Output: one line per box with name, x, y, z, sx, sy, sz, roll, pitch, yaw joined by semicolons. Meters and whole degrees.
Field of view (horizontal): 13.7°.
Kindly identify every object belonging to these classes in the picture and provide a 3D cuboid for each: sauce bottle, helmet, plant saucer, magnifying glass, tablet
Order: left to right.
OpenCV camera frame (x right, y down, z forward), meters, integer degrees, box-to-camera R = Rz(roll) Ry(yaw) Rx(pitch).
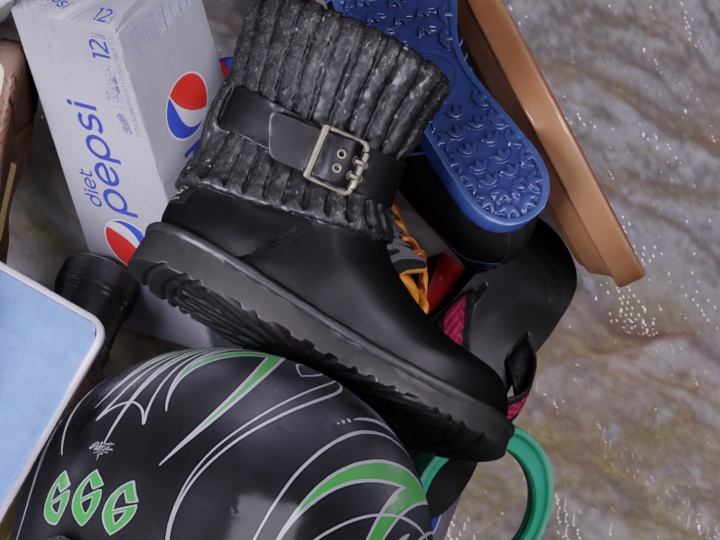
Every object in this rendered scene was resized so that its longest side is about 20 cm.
tablet;-0.230;0.031;1.354;0.199;0.014;0.131;30;73;-3
sauce bottle;-0.159;0.085;1.423;0.065;0.065;0.201;38;58;-24
helmet;-0.061;0.129;1.355;0.200;0.200;0.191;41;58;-22
magnifying glass;0.029;0.166;1.487;0.079;0.022;0.201;32;88;-27
plant saucer;0.095;-0.080;1.613;0.032;0.200;0.201;-27;97;5

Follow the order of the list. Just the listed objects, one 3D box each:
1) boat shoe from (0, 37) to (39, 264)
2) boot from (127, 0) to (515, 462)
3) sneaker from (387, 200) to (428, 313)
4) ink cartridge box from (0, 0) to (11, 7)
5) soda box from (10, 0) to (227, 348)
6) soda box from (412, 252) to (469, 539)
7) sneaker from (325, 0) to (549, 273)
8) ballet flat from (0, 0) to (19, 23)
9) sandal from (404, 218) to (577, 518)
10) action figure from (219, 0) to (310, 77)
boat shoe;-0.208;-0.014;1.418;0.074;0.075;0.204;11;80;8
boot;0.009;-0.021;1.411;0.210;0.079;0.158;33;71;-12
sneaker;0.000;0.000;1.524;0.201;0.077;0.079;-82;171;-48
ink cartridge box;-0.201;-0.214;1.335;0.200;0.145;0.084;41;57;-18
soda box;-0.101;-0.059;1.446;0.063;0.068;0.201;-49;139;-35
soda box;0.015;0.093;1.556;0.070;0.063;0.201;38;57;-25
sneaker;0.028;-0.090;1.535;0.070;0.078;0.201;-19;70;-21
ballet flat;-0.177;-0.160;1.473;0.070;0.069;0.200;49;54;-17
sandal;0.062;0.044;1.536;0.075;0.045;0.200;48;54;-19
action figure;-0.032;-0.131;1.578;0.199;0.065;0.100;6;83;-37
